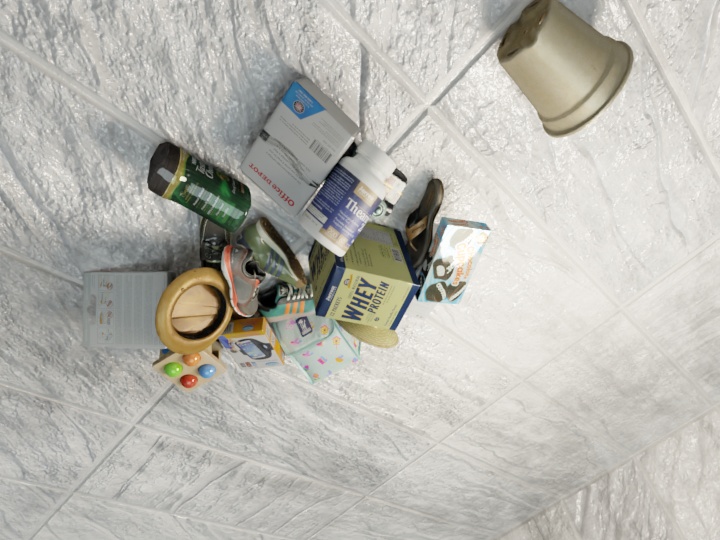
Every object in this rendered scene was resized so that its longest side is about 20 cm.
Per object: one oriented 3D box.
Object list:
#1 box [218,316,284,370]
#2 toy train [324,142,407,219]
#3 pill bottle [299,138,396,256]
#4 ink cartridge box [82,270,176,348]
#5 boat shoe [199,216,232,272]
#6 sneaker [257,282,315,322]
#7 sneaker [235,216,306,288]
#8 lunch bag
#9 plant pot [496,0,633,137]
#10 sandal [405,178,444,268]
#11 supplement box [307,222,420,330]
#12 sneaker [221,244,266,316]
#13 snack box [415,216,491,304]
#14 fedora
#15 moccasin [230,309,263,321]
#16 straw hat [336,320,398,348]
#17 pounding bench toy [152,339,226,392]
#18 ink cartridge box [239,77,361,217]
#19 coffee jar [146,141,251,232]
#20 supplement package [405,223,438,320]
[{"bbox_3d":[-0.260,0.188,1.284,0.114,0.043,0.203,-7,140,7],"label":"box"},{"bbox_3d":[0.006,-0.193,1.097,0.196,0.086,0.116,28,106,-30],"label":"toy train"},{"bbox_3d":[-0.020,-0.140,0.998,0.110,0.111,0.203,33,96,-36],"label":"pill bottle"},{"bbox_3d":[-0.507,0.085,1.161,0.192,0.057,0.170,0,88,9],"label":"ink cartridge box"},{"bbox_3d":[-0.314,-0.040,1.143,0.069,0.067,0.205,0,133,-19],"label":"boat shoe"},{"bbox_3d":[-0.162,0.065,1.260,0.194,0.073,0.081,-18,141,12],"label":"sneaker"},{"bbox_3d":[-0.205,-0.026,1.192,0.087,0.068,0.202,-23,129,12],"label":"sneaker"},{"bbox_3d":[-0.110,0.164,1.343,0.167,0.123,0.203,-27,115,15],"label":"lunch bag"},{"bbox_3d":[0.357,-0.386,0.963,0.180,0.203,0.201,31,118,-21],"label":"plant pot"},{"bbox_3d":[0.133,-0.108,1.181,0.053,0.082,0.206,6,114,-25],"label":"sandal"},{"bbox_3d":[0.000,0.000,1.171,0.193,0.203,0.137,13,125,-21],"label":"supplement box"},{"bbox_3d":[-0.243,0.030,1.152,0.079,0.079,0.203,-2,140,5],"label":"sneaker"},{"bbox_3d":[0.202,-0.017,1.174,0.112,0.038,0.205,4,124,-20],"label":"snack box"},{"bbox_3d":[-0.364,0.077,1.126,0.198,0.080,0.207,-30,130,-43],"label":"fedora"},{"bbox_3d":[-0.291,0.111,1.279,0.075,0.076,0.203,-15,138,18],"label":"moccasin"},{"bbox_3d":[0.025,0.091,1.276,0.196,0.202,0.087,18,111,-27],"label":"straw hat"},{"bbox_3d":[-0.420,0.163,1.230,0.121,0.159,0.201,-27,132,11],"label":"pounding bench toy"},{"bbox_3d":[-0.114,-0.229,0.991,0.144,0.085,0.201,40,115,-6],"label":"ink cartridge box"},{"bbox_3d":[-0.311,-0.161,1.016,0.196,0.106,0.086,27,115,-33],"label":"coffee jar"},{"bbox_3d":[0.152,0.000,1.274,0.107,0.115,0.203,17,122,-27],"label":"supplement package"}]
